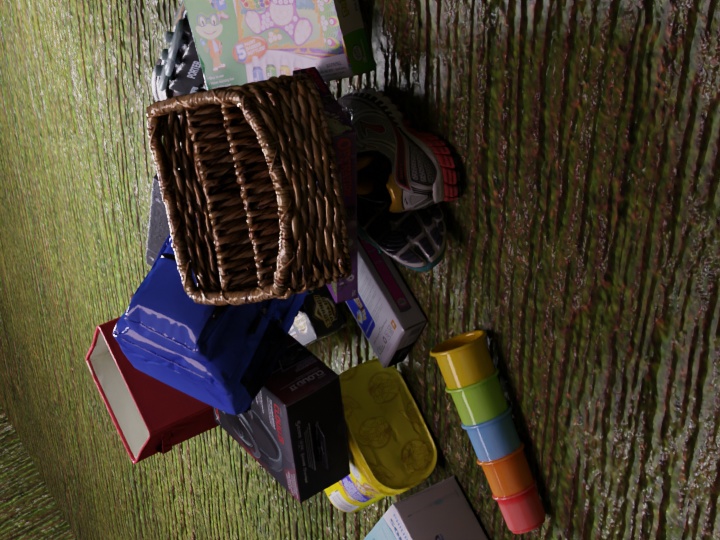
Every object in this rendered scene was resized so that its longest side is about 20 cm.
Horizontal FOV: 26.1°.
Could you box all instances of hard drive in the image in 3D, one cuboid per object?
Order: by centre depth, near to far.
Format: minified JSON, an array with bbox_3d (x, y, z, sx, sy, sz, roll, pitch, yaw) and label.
[{"bbox_3d":[-0.198,-0.097,1.835,0.038,0.140,0.200,29,150,7],"label":"hard drive"}]

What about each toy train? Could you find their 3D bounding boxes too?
[{"bbox_3d":[-0.182,-0.270,1.784,0.200,0.085,0.115,137,144,-71],"label":"toy train"}]

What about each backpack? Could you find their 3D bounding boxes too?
[{"bbox_3d":[-0.143,0.022,1.633,0.162,0.201,0.168,25,159,15],"label":"backpack"}]

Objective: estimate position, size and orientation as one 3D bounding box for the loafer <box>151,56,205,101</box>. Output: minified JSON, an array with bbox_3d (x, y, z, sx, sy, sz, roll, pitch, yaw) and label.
[{"bbox_3d":[-0.202,-0.190,1.941,0.071,0.073,0.201,40,154,40],"label":"loafer"}]

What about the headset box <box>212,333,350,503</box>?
[{"bbox_3d":[-0.091,0.149,1.737,0.200,0.077,0.150,39,146,42],"label":"headset box"}]

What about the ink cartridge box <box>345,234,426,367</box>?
[{"bbox_3d":[0.000,0.000,1.698,0.201,0.037,0.095,58,154,18],"label":"ink cartridge box"}]

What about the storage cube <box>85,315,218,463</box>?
[{"bbox_3d":[-0.273,0.150,2.246,0.201,0.179,0.171,62,156,11],"label":"storage cube"}]

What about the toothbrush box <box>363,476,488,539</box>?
[{"bbox_3d":[0.079,0.341,1.763,0.147,0.085,0.200,61,157,18],"label":"toothbrush box"}]

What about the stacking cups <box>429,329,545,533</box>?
[{"bbox_3d":[0.127,0.162,1.533,0.060,0.060,0.201,1,112,65],"label":"stacking cups"}]

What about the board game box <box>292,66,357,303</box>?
[{"bbox_3d":[-0.034,-0.082,1.513,0.120,0.032,0.201,-114,18,-47],"label":"board game box"}]

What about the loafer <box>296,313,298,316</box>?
[{"bbox_3d":[-0.148,0.001,1.859,0.200,0.071,0.073,37,141,49],"label":"loafer"}]

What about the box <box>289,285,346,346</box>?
[{"bbox_3d":[-0.106,0.003,1.917,0.200,0.049,0.200,66,156,3],"label":"box"}]

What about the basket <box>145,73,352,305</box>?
[{"bbox_3d":[-0.102,-0.072,1.440,0.143,0.148,0.202,-161,60,-72],"label":"basket"}]

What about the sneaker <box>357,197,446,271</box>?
[{"bbox_3d":[0.032,-0.052,1.563,0.200,0.077,0.080,45,167,52],"label":"sneaker"}]

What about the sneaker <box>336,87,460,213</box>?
[{"bbox_3d":[0.013,-0.117,1.506,0.200,0.082,0.078,38,143,50],"label":"sneaker"}]

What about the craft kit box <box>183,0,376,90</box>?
[{"bbox_3d":[-0.093,-0.276,1.539,0.199,0.048,0.199,-6,101,40],"label":"craft kit box"}]

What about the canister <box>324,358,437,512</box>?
[{"bbox_3d":[0.002,0.197,1.806,0.149,0.086,0.200,63,158,8],"label":"canister"}]
